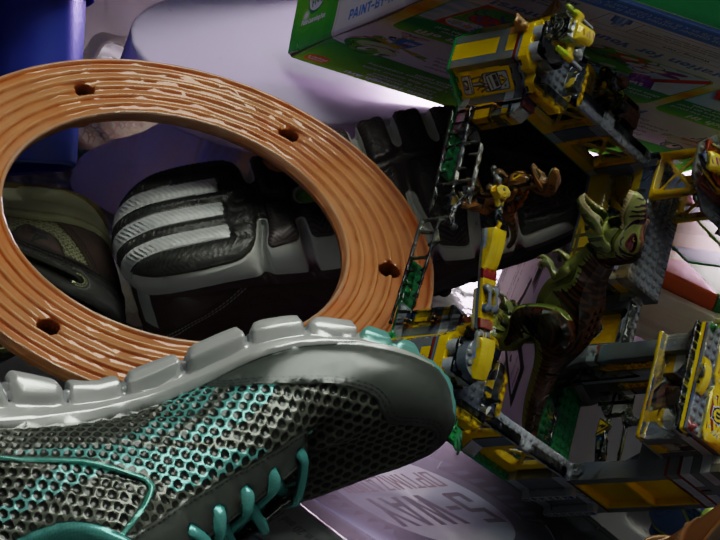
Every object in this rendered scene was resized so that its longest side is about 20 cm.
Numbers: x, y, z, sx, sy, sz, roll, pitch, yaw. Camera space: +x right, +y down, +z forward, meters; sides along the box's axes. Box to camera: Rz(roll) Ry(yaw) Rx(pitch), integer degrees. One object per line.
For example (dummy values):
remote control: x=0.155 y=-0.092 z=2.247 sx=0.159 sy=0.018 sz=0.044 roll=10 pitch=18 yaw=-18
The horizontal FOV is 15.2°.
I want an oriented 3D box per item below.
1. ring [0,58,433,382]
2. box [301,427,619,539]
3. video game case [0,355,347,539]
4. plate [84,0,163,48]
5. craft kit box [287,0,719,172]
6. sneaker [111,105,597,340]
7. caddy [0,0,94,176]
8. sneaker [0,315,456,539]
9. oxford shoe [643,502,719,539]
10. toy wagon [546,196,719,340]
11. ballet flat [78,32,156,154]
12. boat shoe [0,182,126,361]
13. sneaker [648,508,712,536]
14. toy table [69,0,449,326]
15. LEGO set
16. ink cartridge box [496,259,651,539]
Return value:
ring: x=-0.071 y=-0.012 z=1.010 sx=0.200 sy=0.019 sz=0.200 roll=12 pitch=38 yaw=-10
box: x=-0.014 y=0.099 z=1.011 sx=0.200 sy=0.044 sz=0.160 roll=-5 pitch=34 yaw=-44
video game case: x=-0.101 y=0.108 z=0.883 sx=0.182 sy=0.024 sz=0.200 roll=-27 pitch=48 yaw=-37
plate: x=-0.144 y=-0.145 z=1.218 sx=0.199 sy=0.032 sz=0.200 roll=-9 pitch=-14 yaw=20
craft kit box: x=0.101 y=-0.096 z=1.112 sx=0.200 sy=0.049 sz=0.198 roll=16 pitch=-16 yaw=-25
sneaker: x=0.000 y=0.000 z=1.119 sx=0.200 sy=0.116 sz=0.076 roll=-7 pitch=50 yaw=-4
caddy: x=-0.198 y=-0.093 z=1.120 sx=0.141 sy=0.105 sz=0.200 roll=3 pitch=-3 yaw=-40
sneaker: x=-0.061 y=0.076 z=0.867 sx=0.200 sy=0.078 sz=0.091 roll=-11 pitch=52 yaw=-12
oxford shoe: x=0.120 y=0.106 z=0.934 sx=0.071 sy=0.200 sz=0.071 roll=47 pitch=5 yaw=-29
toy wagon: x=0.172 y=0.003 z=1.156 sx=0.200 sy=0.040 sz=0.155 roll=6 pitch=27 yaw=-28
ballet flat: x=-0.147 y=-0.087 z=1.283 sx=0.200 sy=0.062 sz=0.067 roll=3 pitch=27 yaw=-33
boat shoe: x=-0.183 y=0.004 z=1.045 sx=0.201 sy=0.072 sz=0.066 roll=0 pitch=38 yaw=-30
sneaker: x=0.141 y=0.127 z=1.018 sx=0.105 sy=0.076 sz=0.200 roll=30 pitch=32 yaw=14
toy table: x=-0.044 y=-0.047 z=1.212 sx=0.184 sy=0.117 sz=0.200 roll=36 pitch=27 yaw=33
LEGO set: x=0.098 y=-0.002 z=0.988 sx=0.116 sy=0.200 sz=0.154 roll=-8 pitch=-41 yaw=41
ink cartridge box: x=0.138 y=0.049 z=1.188 sx=0.146 sy=0.084 sz=0.200 roll=17 pitch=23 yaw=-8
